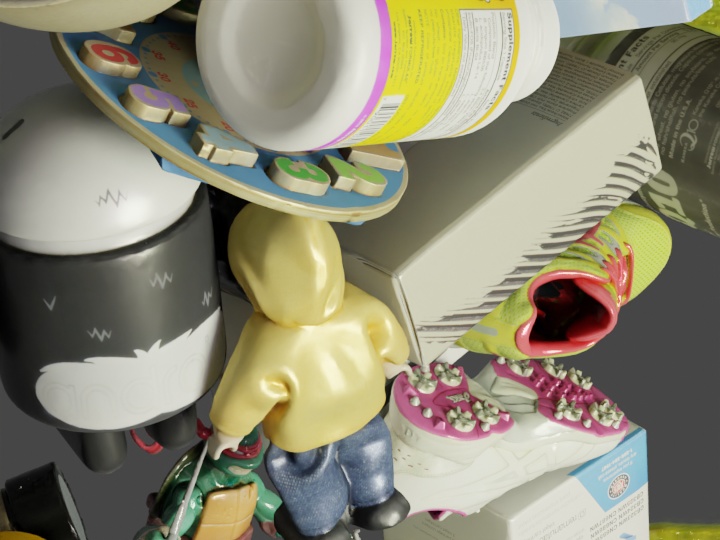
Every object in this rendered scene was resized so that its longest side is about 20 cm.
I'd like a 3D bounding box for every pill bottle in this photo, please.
[{"bbox_3d":[0.200,-0.088,1.562,0.113,0.199,0.114,-21,123,-37],"label":"pill bottle"},{"bbox_3d":[0.016,-0.116,1.275,0.199,0.104,0.105,-9,116,-54],"label":"pill bottle"}]

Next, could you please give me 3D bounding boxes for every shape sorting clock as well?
[{"bbox_3d":[-0.064,-0.089,1.297,0.199,0.200,0.039,9,122,-47],"label":"shape sorting clock"}]

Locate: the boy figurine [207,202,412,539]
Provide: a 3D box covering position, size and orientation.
[{"bbox_3d":[-0.030,0.055,1.337,0.124,0.064,0.201,-28,123,-23],"label":"boy figurine"}]

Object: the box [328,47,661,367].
[{"bbox_3d":[0.070,-0.039,1.421,0.200,0.082,0.069,-38,130,-25],"label":"box"}]

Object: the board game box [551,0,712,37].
[{"bbox_3d":[0.076,-0.196,1.358,0.037,0.199,0.152,-36,115,-52],"label":"board game box"}]

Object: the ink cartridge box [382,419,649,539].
[{"bbox_3d":[0.102,0.189,1.652,0.128,0.125,0.201,-29,127,-33],"label":"ink cartridge box"}]

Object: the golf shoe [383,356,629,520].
[{"bbox_3d":[0.077,0.102,1.526,0.199,0.075,0.092,2,125,-44],"label":"golf shoe"}]

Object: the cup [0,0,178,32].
[{"bbox_3d":[-0.129,-0.192,1.207,0.201,0.199,0.143,-57,162,-8],"label":"cup"}]

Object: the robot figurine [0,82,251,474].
[{"bbox_3d":[-0.134,0.001,1.326,0.150,0.124,0.201,-51,142,-51],"label":"robot figurine"}]

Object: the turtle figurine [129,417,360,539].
[{"bbox_3d":[-0.079,0.155,1.472,0.149,0.101,0.201,-2,127,-29],"label":"turtle figurine"}]

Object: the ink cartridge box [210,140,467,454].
[{"bbox_3d":[0.000,0.000,1.489,0.200,0.085,0.146,-38,132,-25],"label":"ink cartridge box"}]

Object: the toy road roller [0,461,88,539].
[{"bbox_3d":[-0.180,0.214,1.340,0.122,0.146,0.201,-20,131,-3],"label":"toy road roller"}]

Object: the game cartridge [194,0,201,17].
[{"bbox_3d":[-0.015,-0.223,1.299,0.132,0.040,0.201,-8,120,-30],"label":"game cartridge"}]

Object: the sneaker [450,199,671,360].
[{"bbox_3d":[0.125,0.014,1.494,0.199,0.090,0.079,-22,121,-41],"label":"sneaker"}]
